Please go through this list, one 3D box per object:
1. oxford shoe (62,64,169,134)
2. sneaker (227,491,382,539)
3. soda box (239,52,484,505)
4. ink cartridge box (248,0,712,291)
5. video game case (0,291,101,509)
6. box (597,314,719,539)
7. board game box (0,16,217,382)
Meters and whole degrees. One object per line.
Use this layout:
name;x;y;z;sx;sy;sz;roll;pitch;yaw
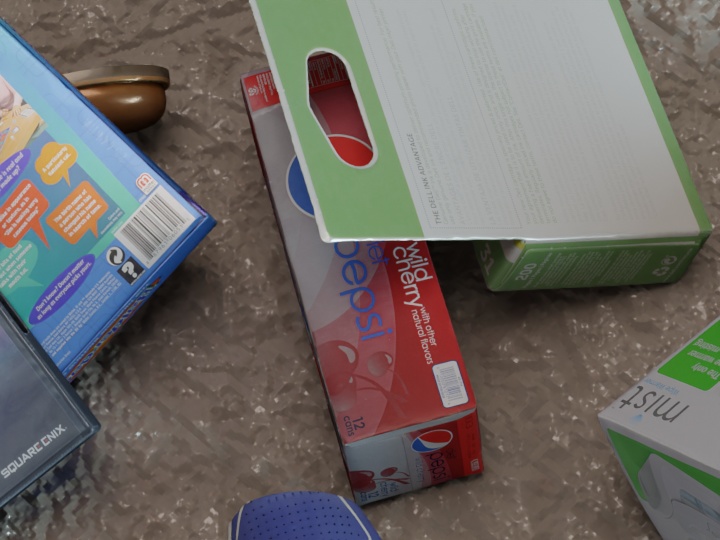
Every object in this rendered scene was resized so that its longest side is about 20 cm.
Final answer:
oxford shoe;-0.178;-0.043;1.221;0.199;0.071;0.072;-22;81;-1
sneaker;-0.006;0.172;1.048;0.080;0.115;0.200;-12;61;-2
soda box;0.000;0.000;1.168;0.063;0.070;0.201;-15;61;-2
ink cartridge box;0.048;-0.062;1.166;0.199;0.048;0.146;-3;58;-25
video game case;-0.229;0.033;1.134;0.143;0.019;0.200;-38;88;8
box;0.226;0.066;1.040;0.176;0.097;0.200;-36;23;-14
board game box;-0.188;-0.036;1.165;0.200;0.045;0.152;44;89;4
